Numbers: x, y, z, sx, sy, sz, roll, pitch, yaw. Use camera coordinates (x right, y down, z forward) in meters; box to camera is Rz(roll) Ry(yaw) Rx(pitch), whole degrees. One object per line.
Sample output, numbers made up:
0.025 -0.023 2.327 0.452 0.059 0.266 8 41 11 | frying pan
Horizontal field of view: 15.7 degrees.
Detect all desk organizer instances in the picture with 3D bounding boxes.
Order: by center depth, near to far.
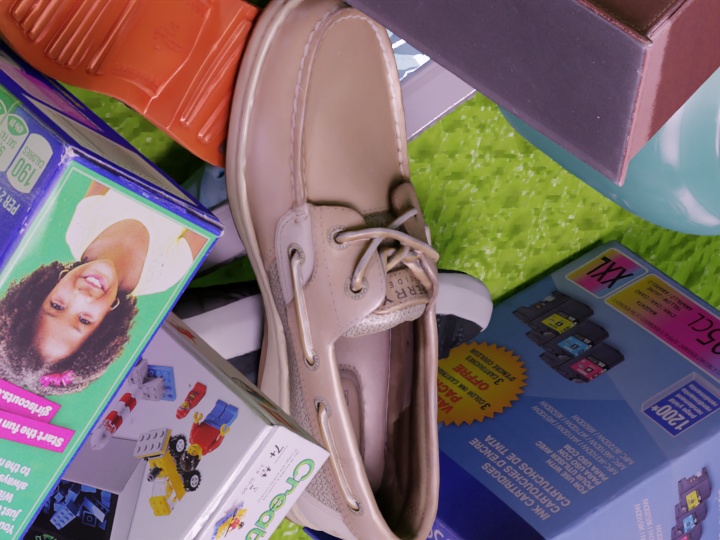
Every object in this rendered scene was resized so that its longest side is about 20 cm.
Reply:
0.032 -0.124 0.853 0.077 0.200 0.072 -44 158 -27 | desk organizer

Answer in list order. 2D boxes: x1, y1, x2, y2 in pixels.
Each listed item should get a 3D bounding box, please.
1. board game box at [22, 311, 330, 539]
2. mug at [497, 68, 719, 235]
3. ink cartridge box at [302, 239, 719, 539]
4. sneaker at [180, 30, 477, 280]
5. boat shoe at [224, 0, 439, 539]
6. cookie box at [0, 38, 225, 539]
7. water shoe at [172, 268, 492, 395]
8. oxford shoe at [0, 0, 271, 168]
-0.113 0.054 0.861 0.127 0.200 0.035 -53 140 3 | board game box
0.130 -0.090 1.038 0.184 0.114 0.153 -6 121 -39 | mug
0.073 0.085 1.092 0.199 0.136 0.077 -31 131 -22 | ink cartridge box
-0.015 -0.074 0.973 0.200 0.082 0.074 -36 -179 2 | sneaker
0.000 0.000 0.903 0.072 0.065 0.201 -15 112 -39 | boat shoe
-0.160 0.022 0.820 0.075 0.171 0.201 27 98 -45 | cookie box
-0.021 0.042 1.001 0.199 0.071 0.079 -6 94 -51 | water shoe
-0.095 -0.098 0.863 0.071 0.073 0.200 -52 143 -5 | oxford shoe
